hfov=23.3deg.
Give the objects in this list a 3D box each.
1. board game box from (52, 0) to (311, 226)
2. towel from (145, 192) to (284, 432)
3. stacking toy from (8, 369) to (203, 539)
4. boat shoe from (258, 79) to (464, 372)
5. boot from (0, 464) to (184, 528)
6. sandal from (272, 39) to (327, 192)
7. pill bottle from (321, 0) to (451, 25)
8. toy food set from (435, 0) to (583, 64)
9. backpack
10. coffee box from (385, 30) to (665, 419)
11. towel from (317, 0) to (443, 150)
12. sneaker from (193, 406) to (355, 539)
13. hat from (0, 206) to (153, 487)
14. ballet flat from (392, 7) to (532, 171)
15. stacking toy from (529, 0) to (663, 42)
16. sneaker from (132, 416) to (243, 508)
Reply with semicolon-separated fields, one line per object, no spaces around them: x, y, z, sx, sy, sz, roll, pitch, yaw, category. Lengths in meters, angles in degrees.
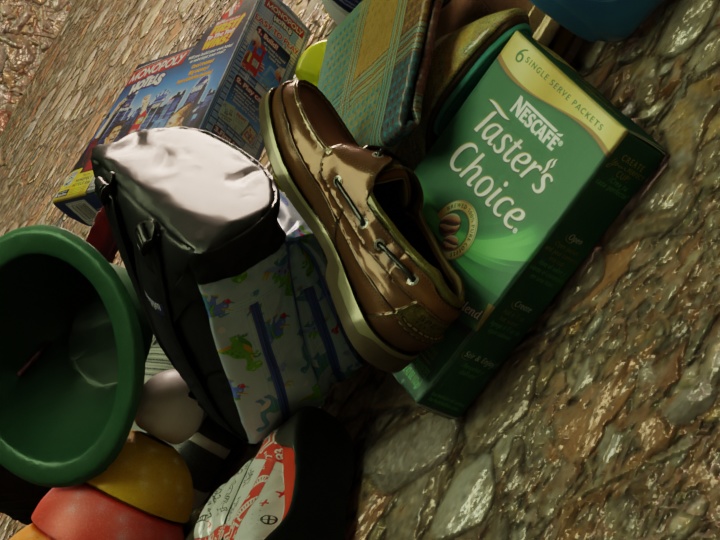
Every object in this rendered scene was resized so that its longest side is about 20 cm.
-0.130;-0.126;1.393;0.199;0.062;0.201;-7;47;52;board game box
-0.137;0.022;1.324;0.199;0.034;0.194;4;67;58;towel
-0.158;0.163;1.194;0.201;0.145;0.146;-63;21;-4;stacking toy
0.006;-0.040;1.019;0.068;0.072;0.201;-40;61;27;boat shoe
-0.224;0.138;1.335;0.074;0.198;0.163;-54;28;9;boot
-0.030;-0.076;1.379;0.087;0.079;0.201;69;-141;-71;sandal
0.023;-0.238;1.211;0.200;0.119;0.120;113;-178;-74;pill bottle
0.098;-0.162;1.215;0.201;0.048;0.198;-58;20;-1;toy food set
-0.079;0.017;1.120;0.163;0.153;0.201;38;140;48;backpack
0.075;-0.028;1.024;0.200;0.044;0.123;-52;45;15;coffee box
0.008;-0.123;1.127;0.200;0.022;0.148;147;137;-65;towel
-0.061;0.184;1.069;0.108;0.067;0.202;-45;21;35;sneaker
-0.165;0.037;1.224;0.176;0.165;0.202;-11;-63;-59;hat
0.052;-0.104;1.113;0.201;0.070;0.071;107;178;-51;ballet flat
0.130;-0.245;1.119;0.110;0.116;0.201;-48;33;20;stacking toy
-0.127;0.094;1.355;0.112;0.073;0.200;-52;29;6;sneaker
